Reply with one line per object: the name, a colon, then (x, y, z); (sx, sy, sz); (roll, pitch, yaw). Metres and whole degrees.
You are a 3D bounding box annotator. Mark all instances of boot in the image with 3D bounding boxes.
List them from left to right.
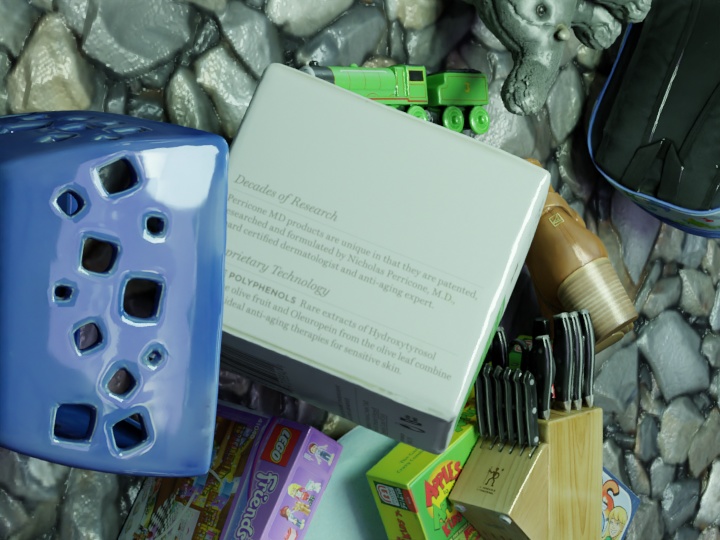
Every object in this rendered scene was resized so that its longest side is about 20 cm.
boot: (0.156, -0.001, 1.383); (0.076, 0.200, 0.156); (-30, 79, -4)

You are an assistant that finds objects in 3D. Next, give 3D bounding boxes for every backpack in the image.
backpack: (0.303, -0.134, 1.436); (0.201, 0.182, 0.147); (-63, 153, -3)

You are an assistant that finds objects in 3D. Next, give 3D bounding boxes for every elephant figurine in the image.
elephant figurine: (0.134, -0.223, 1.283); (0.199, 0.154, 0.143); (-23, 135, -48)

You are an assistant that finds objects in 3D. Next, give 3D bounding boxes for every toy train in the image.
toy train: (0.025, -0.128, 1.268); (0.199, 0.041, 0.057); (-4, 90, -43)

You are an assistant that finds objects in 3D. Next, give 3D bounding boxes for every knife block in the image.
knife block: (0.151, 0.135, 1.298); (0.200, 0.064, 0.176); (50, 63, -37)

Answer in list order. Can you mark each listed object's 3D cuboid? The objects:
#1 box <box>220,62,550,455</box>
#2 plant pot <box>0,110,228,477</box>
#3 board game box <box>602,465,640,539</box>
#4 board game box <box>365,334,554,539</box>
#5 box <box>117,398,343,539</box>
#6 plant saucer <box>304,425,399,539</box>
box: (0.000, 0.000, 1.107); (0.199, 0.198, 0.173); (85, 26, -77)
plant pot: (-0.202, 0.010, 0.974); (0.178, 0.199, 0.203); (-2, 99, -36)
board game box: (0.158, 0.213, 1.455); (0.200, 0.034, 0.136); (40, 70, -40)
board game box: (0.097, 0.149, 1.326); (0.200, 0.047, 0.102); (-38, 120, -35)
box: (-0.106, 0.189, 1.129); (0.039, 0.136, 0.202); (36, 73, -40)
plant saucer: (0.003, 0.209, 1.304); (0.200, 0.038, 0.204); (-9, 104, -43)
